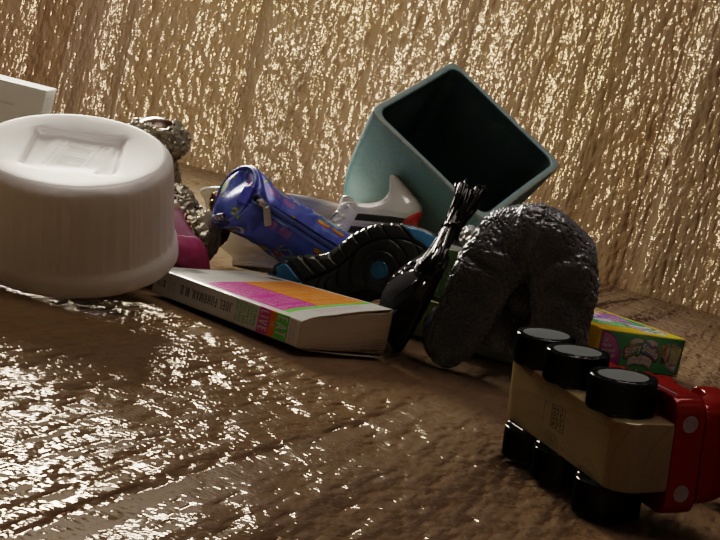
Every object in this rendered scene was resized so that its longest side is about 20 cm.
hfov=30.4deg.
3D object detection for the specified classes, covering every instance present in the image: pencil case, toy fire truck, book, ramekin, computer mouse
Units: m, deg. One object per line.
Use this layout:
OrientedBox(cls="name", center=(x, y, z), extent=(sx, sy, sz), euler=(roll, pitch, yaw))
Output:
OrientedBox(cls="pencil case", center=(-0.072, -0.038, 1.468), extent=(0.199, 0.079, 0.087), euler=(34, -11, -28))
OrientedBox(cls="toy fire truck", center=(0.220, 0.122, 0.952), extent=(0.198, 0.130, 0.176), euler=(2, 10, -19))
OrientedBox(cls="book", center=(-0.087, 0.034, 1.284), extent=(0.199, 0.049, 0.133), euler=(18, 9, 39))
OrientedBox(cls="ramekin", center=(-0.260, -0.065, 1.191), extent=(0.198, 0.099, 0.201), euler=(7, 27, -3))
OrientedBox(cls="computer mouse", center=(0.064, -0.012, 1.300), extent=(0.046, 0.141, 0.200), euler=(29, -27, 5))

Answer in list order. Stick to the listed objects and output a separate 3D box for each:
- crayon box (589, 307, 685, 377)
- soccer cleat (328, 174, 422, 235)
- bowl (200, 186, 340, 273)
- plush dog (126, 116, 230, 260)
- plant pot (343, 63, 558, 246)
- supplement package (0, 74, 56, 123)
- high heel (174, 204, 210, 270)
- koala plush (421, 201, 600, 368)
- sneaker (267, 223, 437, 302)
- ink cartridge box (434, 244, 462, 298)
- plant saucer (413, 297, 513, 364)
OrientedBox(cls="crayon box", center=(0.296, 0.084, 1.719), extent=(0.199, 0.059, 0.172), euler=(9, 10, -45))
OrientedBox(cls="soccer cleat", center=(-0.020, -0.041, 1.578), extent=(0.199, 0.086, 0.069), euler=(-28, -3, -2))
OrientedBox(cls="bowl", center=(-0.108, -0.043, 1.656), extent=(0.199, 0.091, 0.201), euler=(9, -3, 1))
OrientedBox(cls="plush dog", center=(-0.235, -0.056, 1.473), extent=(0.171, 0.161, 0.200), euler=(31, 39, 19))
OrientedBox(cls="plant pot", center=(0.092, -0.103, 1.690), extent=(0.196, 0.200, 0.195), euler=(44, 43, 10))
OrientedBox(cls="supplement package", center=(-0.535, -0.207, 1.914), extent=(0.150, 0.152, 0.200), euler=(13, 6, -11))
OrientedBox(cls="high heel", center=(-0.233, -0.004, 1.318), extent=(0.067, 0.097, 0.199), euler=(-32, -9, 35))
OrientedBox(cls="koala plush", center=(0.171, 0.008, 1.380), extent=(0.176, 0.185, 0.200), euler=(16, 13, 5))
OrientedBox(cls="sneaker", center=(0.000, 0.000, 1.411), extent=(0.198, 0.074, 0.082), euler=(-11, -13, 15))
OrientedBox(cls="ink cartridge box", center=(0.115, 0.003, 1.533), extent=(0.198, 0.060, 0.104), euler=(12, 6, -23))
OrientedBox(cls="plant saucer", center=(0.140, 0.065, 1.547), extent=(0.198, 0.048, 0.200), euler=(16, 6, 12))
